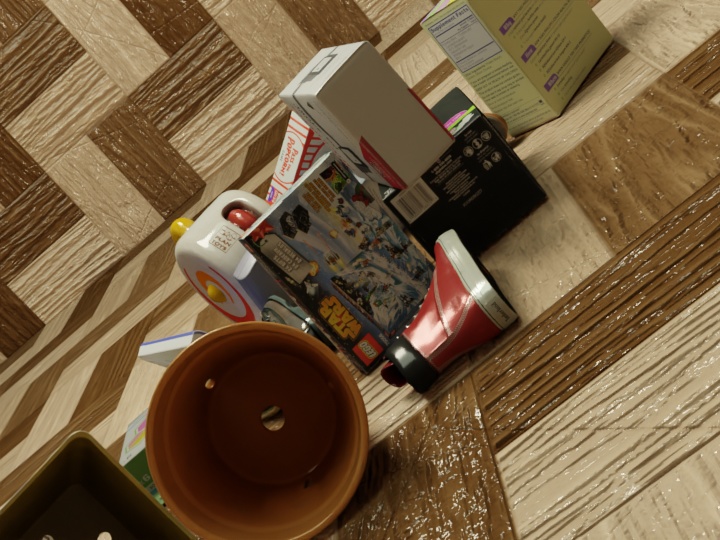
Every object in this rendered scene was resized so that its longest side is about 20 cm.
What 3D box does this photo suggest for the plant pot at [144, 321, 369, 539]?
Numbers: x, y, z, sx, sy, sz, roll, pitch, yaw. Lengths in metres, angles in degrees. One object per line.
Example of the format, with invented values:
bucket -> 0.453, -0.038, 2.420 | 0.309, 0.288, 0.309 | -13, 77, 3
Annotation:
plant pot -> -0.089, 0.146, 1.093 | 0.200, 0.200, 0.140 | -42, -1, 1

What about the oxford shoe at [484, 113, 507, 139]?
oxford shoe -> 0.142, -0.181, 1.607 | 0.071, 0.072, 0.199 | -44, 13, -29

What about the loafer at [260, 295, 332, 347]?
loafer -> -0.097, 0.078, 1.487 | 0.063, 0.072, 0.200 | -43, 17, -14

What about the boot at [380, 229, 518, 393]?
boot -> 0.070, 0.042, 1.175 | 0.144, 0.072, 0.200 | -41, 18, 10

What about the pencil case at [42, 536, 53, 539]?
pencil case -> -0.425, 0.345, 1.553 | 0.078, 0.090, 0.200 | -47, 15, -15

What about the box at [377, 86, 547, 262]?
box -> 0.109, -0.109, 1.377 | 0.148, 0.124, 0.200 | -40, 15, 10

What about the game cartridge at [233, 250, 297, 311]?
game cartridge -> -0.076, -0.027, 1.608 | 0.200, 0.134, 0.041 | -47, 42, -15

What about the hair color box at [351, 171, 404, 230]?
hair color box -> 0.010, -0.082, 1.588 | 0.060, 0.099, 0.200 | -3, 40, 44

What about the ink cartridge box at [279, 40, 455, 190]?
ink cartridge box -> 0.002, -0.172, 1.308 | 0.083, 0.145, 0.200 | -47, 16, -5

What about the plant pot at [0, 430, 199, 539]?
plant pot -> -0.273, 0.297, 1.135 | 0.200, 0.200, 0.176 | -47, 4, -18

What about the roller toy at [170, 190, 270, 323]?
roller toy -> -0.172, -0.011, 1.695 | 0.140, 0.200, 0.182 | -49, 22, -23

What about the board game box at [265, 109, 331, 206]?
board game box -> -0.027, -0.155, 1.653 | 0.046, 0.199, 0.153 | 37, 118, 39

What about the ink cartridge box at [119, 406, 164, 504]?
ink cartridge box -> -0.250, 0.223, 1.500 | 0.104, 0.059, 0.200 | -41, 15, 6

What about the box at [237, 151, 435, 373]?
box -> -0.016, -0.008, 1.272 | 0.137, 0.200, 0.040 | -44, 12, -12

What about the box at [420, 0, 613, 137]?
box -> 0.208, -0.315, 1.547 | 0.096, 0.200, 0.176 | -19, 28, 54

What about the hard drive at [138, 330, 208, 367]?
hard drive -> -0.197, 0.116, 1.534 | 0.199, 0.131, 0.026 | -15, 58, 60

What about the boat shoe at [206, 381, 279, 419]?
boat shoe -> -0.149, 0.151, 1.414 | 0.199, 0.074, 0.066 | -27, 16, 45
